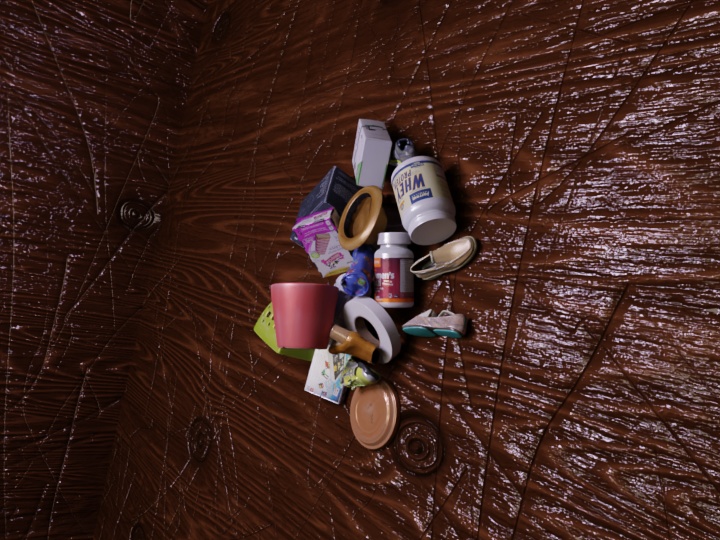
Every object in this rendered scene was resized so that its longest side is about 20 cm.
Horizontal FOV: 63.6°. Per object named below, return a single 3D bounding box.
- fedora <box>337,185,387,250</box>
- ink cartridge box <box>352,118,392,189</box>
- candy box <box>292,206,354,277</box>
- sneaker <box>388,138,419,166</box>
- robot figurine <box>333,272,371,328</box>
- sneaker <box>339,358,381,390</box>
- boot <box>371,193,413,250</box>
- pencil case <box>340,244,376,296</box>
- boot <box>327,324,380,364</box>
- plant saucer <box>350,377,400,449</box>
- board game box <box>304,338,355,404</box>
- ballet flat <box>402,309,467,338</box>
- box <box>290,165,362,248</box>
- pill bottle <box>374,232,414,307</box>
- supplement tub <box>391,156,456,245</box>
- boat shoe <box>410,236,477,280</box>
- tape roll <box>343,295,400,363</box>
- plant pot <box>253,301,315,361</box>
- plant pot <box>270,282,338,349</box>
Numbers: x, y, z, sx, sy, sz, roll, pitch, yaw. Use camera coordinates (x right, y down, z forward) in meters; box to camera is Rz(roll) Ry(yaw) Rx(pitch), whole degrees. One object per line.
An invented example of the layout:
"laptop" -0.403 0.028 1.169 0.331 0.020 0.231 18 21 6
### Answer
"fedora" 0.018 -0.140 1.644 0.200 0.082 0.201 -32 45 39
"ink cartridge box" 0.031 -0.350 1.726 0.200 0.084 0.146 -101 19 -60
"candy box" -0.098 -0.082 1.763 0.136 0.200 0.061 -15 35 25
"sneaker" 0.123 -0.339 1.659 0.200 0.074 0.081 -133 30 -61
"robot figurine" -0.039 0.091 1.740 0.170 0.113 0.200 -82 15 -79
"sneaker" -0.002 0.302 1.631 0.077 0.075 0.200 -57 11 -14
"boot" 0.104 -0.153 1.690 0.166 0.072 0.201 -14 67 36
"pencil case" 0.000 0.000 1.618 0.087 0.078 0.200 -44 12 27
"boot" -0.015 0.226 1.633 0.144 0.201 0.071 29 69 12
"plant saucer" 0.033 0.397 1.630 0.200 0.032 0.201 -18 67 48
"board game box" -0.087 0.288 1.768 0.126 0.035 0.201 17 93 23
"ballet flat" 0.194 0.135 1.488 0.200 0.068 0.067 -1 59 46
"box" -0.107 -0.187 1.851 0.200 0.124 0.197 -41 24 38
"pill bottle" 0.092 -0.001 1.584 0.109 0.109 0.201 -1 89 52
"supplement tub" 0.169 -0.183 1.534 0.145 0.145 0.201 -39 51 39
"boat shoe" 0.209 -0.030 1.493 0.200 0.076 0.072 -37 53 40
"tape roll" 0.030 0.164 1.608 0.203 0.037 0.203 36 144 32
"plant pot" -0.192 0.165 1.855 0.200 0.199 0.182 30 98 51
"plant pot" -0.161 0.132 1.640 0.200 0.200 0.178 -8 77 50
